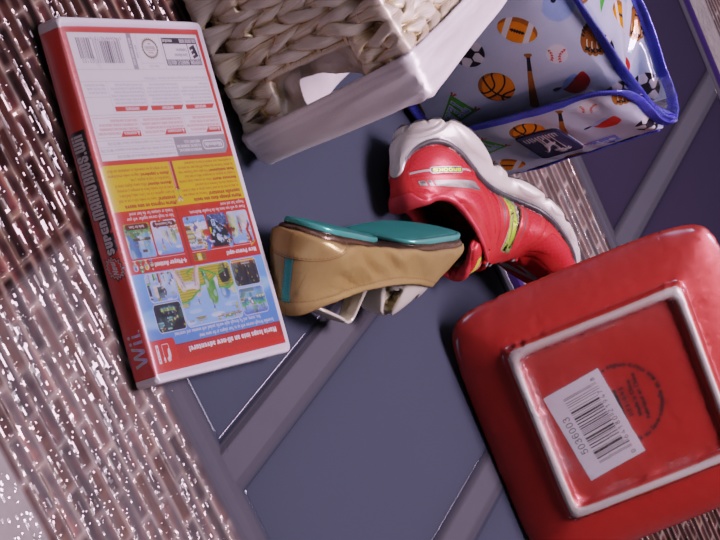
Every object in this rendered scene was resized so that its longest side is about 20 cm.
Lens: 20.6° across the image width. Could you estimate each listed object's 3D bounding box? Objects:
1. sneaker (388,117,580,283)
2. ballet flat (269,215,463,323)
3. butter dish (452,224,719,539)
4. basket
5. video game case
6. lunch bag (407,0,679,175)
[{"bbox_3d":[0.080,-0.026,1.388,0.200,0.077,0.086,35,56,-39],"label":"sneaker"},{"bbox_3d":[0.000,0.000,1.242,0.199,0.068,0.064,1,101,-58],"label":"ballet flat"},{"bbox_3d":[0.182,0.076,1.417,0.148,0.198,0.202,-88,155,-77],"label":"butter dish"},{"bbox_3d":[-0.007,-0.174,1.234,0.124,0.135,0.200,61,30,-16],"label":"basket"},{"bbox_3d":[-0.106,-0.042,1.102,0.143,0.017,0.202,-10,83,-62],"label":"video game case"},{"bbox_3d":[0.113,-0.158,1.401,0.201,0.169,0.124,55,36,-30],"label":"lunch bag"}]
